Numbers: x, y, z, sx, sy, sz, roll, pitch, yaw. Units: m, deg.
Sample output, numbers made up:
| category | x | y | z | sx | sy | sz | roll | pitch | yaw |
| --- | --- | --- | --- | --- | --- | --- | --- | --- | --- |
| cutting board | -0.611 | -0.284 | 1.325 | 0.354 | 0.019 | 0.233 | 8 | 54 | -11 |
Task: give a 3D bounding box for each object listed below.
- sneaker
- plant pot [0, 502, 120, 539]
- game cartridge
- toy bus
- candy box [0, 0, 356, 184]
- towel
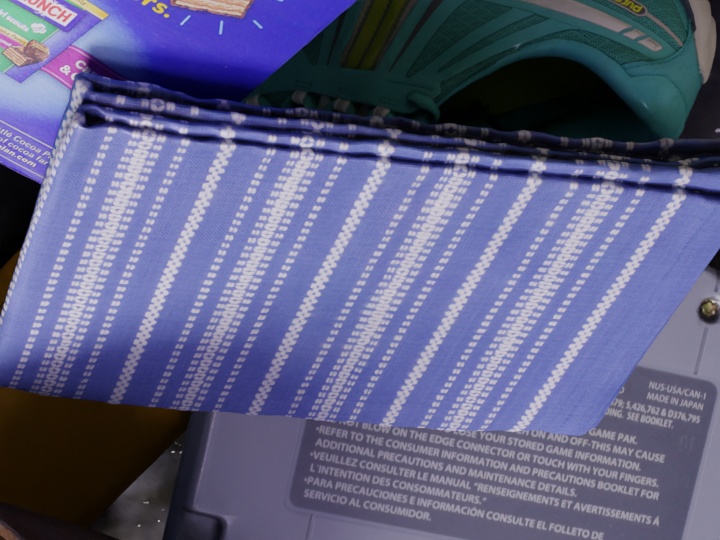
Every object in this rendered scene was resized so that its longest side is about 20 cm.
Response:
| category | x | y | z | sx | sy | sz | roll | pitch | yaw |
| --- | --- | --- | --- | --- | --- | --- | --- | --- | --- |
| sneaker | 0.006 | -0.055 | 0.779 | 0.198 | 0.080 | 0.078 | -9 | 134 | 17 |
| plant pot | -0.090 | 0.162 | 0.824 | 0.186 | 0.188 | 0.200 | -23 | 164 | 27 |
| game cartridge | 0.045 | 0.045 | 0.841 | 0.198 | 0.134 | 0.042 | 12 | 180 | -17 |
| toy bus | -0.115 | 0.051 | 0.877 | 0.065 | 0.079 | 0.200 | 35 | 113 | -25 |
| candy box | -0.071 | -0.122 | 0.655 | 0.168 | 0.077 | 0.200 | 29 | 135 | -28 |
| towel | 0.000 | 0.000 | 0.749 | 0.198 | 0.024 | 0.145 | 6 | 145 | -16 |
